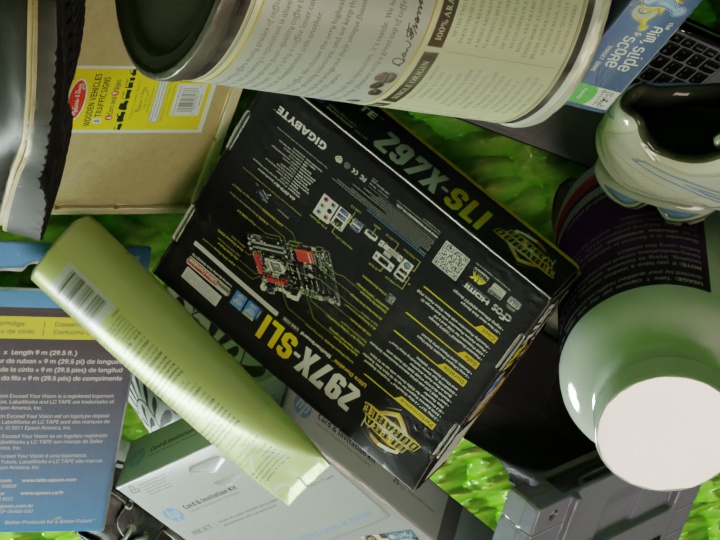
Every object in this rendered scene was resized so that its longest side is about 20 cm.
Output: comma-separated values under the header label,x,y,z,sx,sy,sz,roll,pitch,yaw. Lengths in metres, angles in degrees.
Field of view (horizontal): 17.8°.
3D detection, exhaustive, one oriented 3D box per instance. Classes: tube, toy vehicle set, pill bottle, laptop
label,x,y,z,sx,sy,sz,roll,pitch,yaw
tube,-0.100,0.054,1.308,0.052,0.200,0.058,-47,177,11
toy vehicle set,-0.127,-0.099,1.233,0.123,0.027,0.201,0,145,-20
pill bottle,0.163,0.027,1.263,0.111,0.201,0.113,2,125,3
laptop,0.155,-0.091,1.271,0.186,0.117,0.200,17,136,-38

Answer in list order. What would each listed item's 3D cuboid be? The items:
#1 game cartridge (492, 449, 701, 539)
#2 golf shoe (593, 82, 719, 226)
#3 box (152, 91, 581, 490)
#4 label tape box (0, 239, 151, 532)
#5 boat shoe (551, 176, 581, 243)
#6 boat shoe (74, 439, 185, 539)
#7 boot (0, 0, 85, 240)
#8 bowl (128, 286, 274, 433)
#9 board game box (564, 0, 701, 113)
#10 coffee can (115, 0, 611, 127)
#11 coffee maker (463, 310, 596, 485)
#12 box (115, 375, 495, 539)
label,x,y,z,sx,sy,sz,roll,pitch,yaw
game cartridge,0.145,0.166,1.424,0.199,0.038,0.131,-17,129,-46
golf shoe,0.220,-0.058,1.191,0.198,0.079,0.097,5,162,8
box,0.000,0.000,1.272,0.049,0.200,0.160,-40,166,-53
label tape box,-0.215,0.061,1.392,0.142,0.066,0.202,2,115,-23
boat shoe,0.210,-0.021,1.419,0.199,0.073,0.067,10,164,-38
boat shoe,-0.160,0.173,1.594,0.072,0.071,0.200,-29,144,23
boot,-0.214,-0.094,1.146,0.137,0.078,0.201,15,141,-3
bowl,-0.059,0.084,1.477,0.199,0.095,0.201,-9,147,-6
board game box,0.143,-0.190,1.095,0.034,0.136,0.200,11,141,-27
coffee can,0.001,-0.151,1.091,0.198,0.147,0.147,6,143,-28
coffee maker,0.078,0.064,1.409,0.134,0.194,0.199,-18,150,38
box,-0.029,0.153,1.421,0.200,0.041,0.155,39,136,-27
